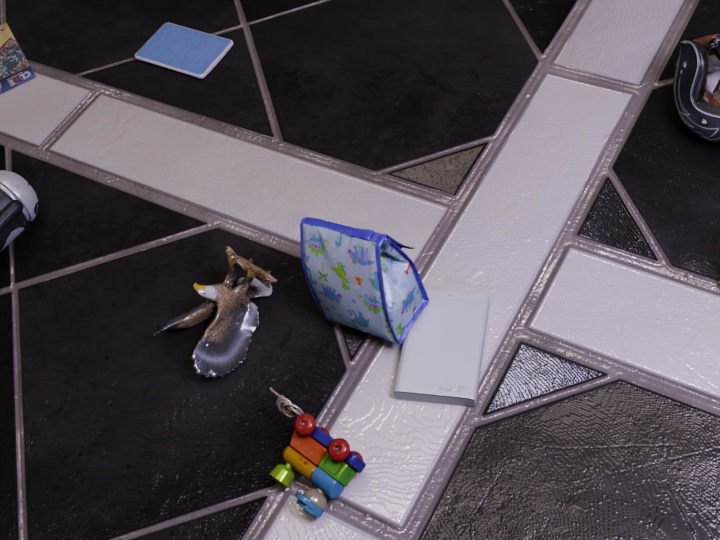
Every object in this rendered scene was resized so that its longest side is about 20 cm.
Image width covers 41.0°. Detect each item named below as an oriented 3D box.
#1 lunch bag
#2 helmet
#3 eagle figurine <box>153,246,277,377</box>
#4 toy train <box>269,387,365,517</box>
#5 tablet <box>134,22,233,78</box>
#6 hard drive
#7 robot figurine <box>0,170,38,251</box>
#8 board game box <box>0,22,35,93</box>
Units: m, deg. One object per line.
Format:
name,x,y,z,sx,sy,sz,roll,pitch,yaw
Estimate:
lunch bag,0.000,0.000,1.564,0.169,0.201,0.128,14,56,35
helmet,0.651,-0.324,1.710,0.197,0.193,0.200,-11,12,2
eagle figurine,-0.243,0.066,1.645,0.201,0.150,0.152,-60,16,2
toy train,-0.100,0.277,1.469,0.199,0.085,0.116,30,77,29
tablet,-0.396,-0.494,2.158,0.198,0.014,0.131,21,59,23
hard drive,0.135,0.122,1.571,0.130,0.026,0.202,4,53,14
robot figurine,-0.711,-0.099,1.846,0.149,0.125,0.200,31,63,17
board game box,-0.845,-0.483,2.223,0.135,0.035,0.201,-29,53,-11
